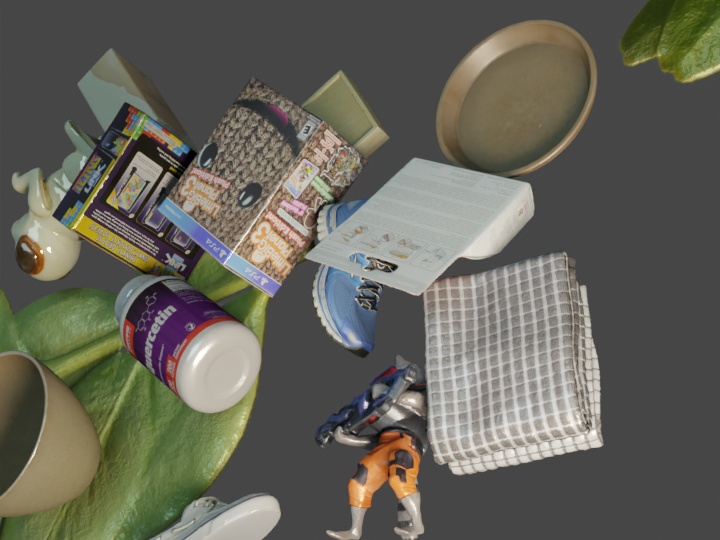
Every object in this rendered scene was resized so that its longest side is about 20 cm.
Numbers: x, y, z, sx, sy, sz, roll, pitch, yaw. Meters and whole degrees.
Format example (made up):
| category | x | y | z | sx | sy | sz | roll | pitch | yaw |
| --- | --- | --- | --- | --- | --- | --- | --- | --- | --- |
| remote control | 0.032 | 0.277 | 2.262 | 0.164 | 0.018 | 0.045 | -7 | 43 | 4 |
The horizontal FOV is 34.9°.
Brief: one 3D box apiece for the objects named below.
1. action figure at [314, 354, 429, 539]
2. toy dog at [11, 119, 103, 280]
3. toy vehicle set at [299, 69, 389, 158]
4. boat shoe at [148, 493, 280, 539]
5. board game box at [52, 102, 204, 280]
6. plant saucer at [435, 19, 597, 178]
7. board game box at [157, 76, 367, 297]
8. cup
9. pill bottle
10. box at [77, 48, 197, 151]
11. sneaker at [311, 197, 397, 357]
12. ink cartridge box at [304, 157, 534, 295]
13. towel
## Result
| category | x | y | z | sx | sy | sz | roll | pitch | yaw |
| --- | --- | --- | --- | --- | --- | --- | --- | --- | --- |
| action figure | 0.025 | 0.184 | 1.174 | 0.200 | 0.104 | 0.196 | -34 | 36 | 57 |
| toy dog | -0.399 | -0.075 | 1.598 | 0.200 | 0.139 | 0.194 | -44 | 85 | 7 |
| toy vehicle set | -0.067 | -0.145 | 1.439 | 0.199 | 0.026 | 0.125 | -40 | 49 | 13 |
| boat shoe | -0.173 | 0.284 | 1.263 | 0.199 | 0.071 | 0.070 | -37 | 52 | 24 |
| board game box | -0.261 | -0.087 | 1.437 | 0.056 | 0.200 | 0.166 | 31 | 85 | 40 |
| plant saucer | 0.175 | -0.187 | 1.280 | 0.198 | 0.029 | 0.203 | -18 | 56 | 28 |
| board game box | -0.118 | -0.102 | 1.370 | 0.159 | 0.097 | 0.201 | 35 | 89 | 42 |
| cup | -0.408 | 0.219 | 1.421 | 0.198 | 0.143 | 0.203 | -17 | 58 | 28 |
| pill bottle | -0.214 | 0.079 | 1.371 | 0.199 | 0.112 | 0.113 | 31 | 86 | 43 |
| box | -0.318 | -0.217 | 1.623 | 0.078 | 0.095 | 0.200 | -44 | 50 | 8 |
| sneaker | 0.000 | 0.000 | 1.277 | 0.088 | 0.078 | 0.203 | -22 | 55 | 29 |
| ink cartridge box | 0.064 | -0.038 | 1.208 | 0.161 | 0.058 | 0.200 | 17 | 52 | 38 |
| towel | 0.143 | 0.084 | 1.119 | 0.164 | 0.085 | 0.203 | -19 | 56 | 27 |
